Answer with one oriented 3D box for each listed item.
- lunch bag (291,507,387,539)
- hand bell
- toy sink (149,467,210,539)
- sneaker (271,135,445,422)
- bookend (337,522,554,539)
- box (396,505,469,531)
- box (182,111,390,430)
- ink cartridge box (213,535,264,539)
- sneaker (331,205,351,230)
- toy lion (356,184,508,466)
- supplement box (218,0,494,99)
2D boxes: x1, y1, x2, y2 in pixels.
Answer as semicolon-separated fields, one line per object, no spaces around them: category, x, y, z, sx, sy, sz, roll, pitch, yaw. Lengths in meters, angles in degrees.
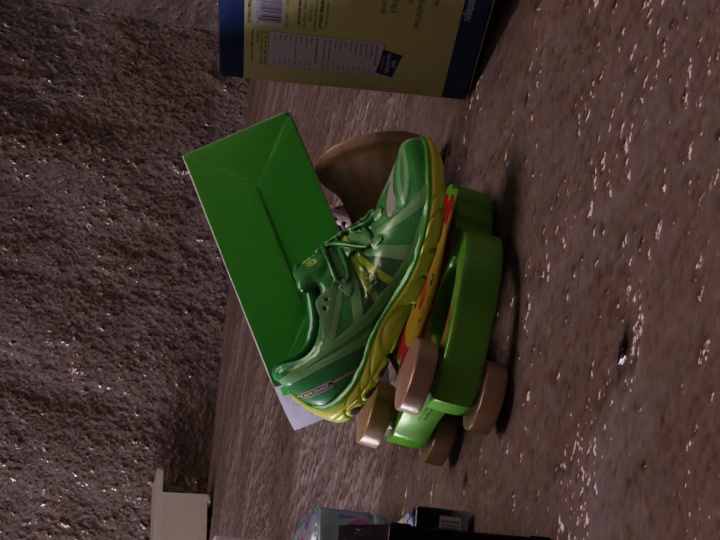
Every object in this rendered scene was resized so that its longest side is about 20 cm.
lunch bag;-0.024;0.298;1.258;0.160;0.077;0.201;123;154;-67
hand bell;0.028;-0.002;1.271;0.104;0.103;0.201;115;148;-62
toy sink;-0.360;0.510;3.111;0.131;0.111;0.201;112;159;-57
sneaker;0.000;0.000;1.036;0.074;0.083;0.201;-164;97;-85
bookend;0.035;0.247;0.882;0.199;0.091;0.201;131;145;-77
box;0.033;0.269;1.041;0.137;0.040;0.201;118;159;-68
box;-0.052;0.005;1.245;0.177;0.096;0.201;83;165;-74
ink cartridge box;-0.161;0.457;1.961;0.201;0.084;0.147;-92;14;-47
sneaker;-0.005;-0.024;1.425;0.200;0.081;0.078;-156;75;-81
toy lion;0.059;0.027;1.073;0.200;0.068;0.193;126;159;-71
supplement box;-0.001;-0.241;1.163;0.200;0.198;0.135;101;173;-66
